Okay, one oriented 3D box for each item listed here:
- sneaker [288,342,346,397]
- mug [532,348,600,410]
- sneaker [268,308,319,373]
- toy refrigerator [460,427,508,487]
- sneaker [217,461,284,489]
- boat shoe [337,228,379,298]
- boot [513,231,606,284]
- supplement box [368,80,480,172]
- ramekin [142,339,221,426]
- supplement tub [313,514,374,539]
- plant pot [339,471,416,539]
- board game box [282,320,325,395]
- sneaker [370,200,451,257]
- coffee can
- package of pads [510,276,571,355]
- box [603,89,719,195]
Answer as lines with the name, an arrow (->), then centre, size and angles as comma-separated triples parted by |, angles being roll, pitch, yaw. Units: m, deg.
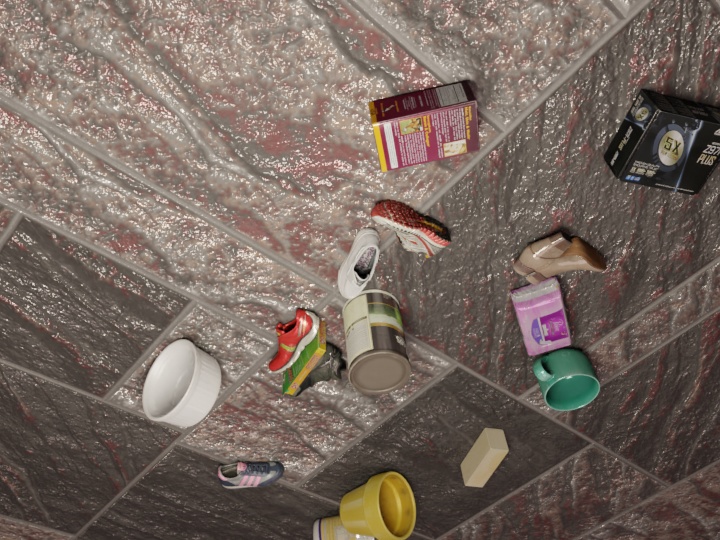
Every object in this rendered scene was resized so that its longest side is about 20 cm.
sneaker -> -0.108, 0.270, 1.804 | 0.113, 0.077, 0.200 | 25, 119, -19
mug -> 0.545, 0.273, 1.863 | 0.150, 0.115, 0.186 | -20, 131, 11
sneaker -> -0.178, 0.167, 1.718 | 0.084, 0.077, 0.201 | 30, 116, -16
toy refrigerator -> 0.380, 0.575, 2.139 | 0.069, 0.076, 0.202 | 9, 129, -15
sneaker -> -0.329, 0.600, 2.075 | 0.197, 0.071, 0.083 | -12, 135, 2
boat shoe -> 0.000, 0.000, 1.580 | 0.071, 0.069, 0.201 | 14, 128, -19
boot -> 0.460, -0.015, 1.635 | 0.198, 0.071, 0.146 | 29, 129, -27
supplement box -> 0.123, -0.276, 1.338 | 0.197, 0.086, 0.111 | -12, 132, 4
ramekin -> -0.429, 0.279, 1.695 | 0.199, 0.202, 0.097 | -34, 135, 22
supplement tub -> -0.048, 0.884, 2.314 | 0.197, 0.147, 0.147 | -12, 132, 5
plant pot -> 0.044, 0.747, 2.184 | 0.187, 0.203, 0.200 | -22, 133, 33
board game box -> -0.143, 0.223, 1.744 | 0.030, 0.096, 0.200 | 24, 125, -23
sneaker -> 0.103, -0.081, 1.516 | 0.198, 0.078, 0.082 | 25, 126, -26
coffee can -> 0.035, 0.166, 1.645 | 0.144, 0.202, 0.148 | -4, 133, -4
package of pads -> 0.451, 0.115, 1.736 | 0.119, 0.076, 0.201 | -17, 132, 10
box -> 0.629, -0.256, 1.419 | 0.197, 0.087, 0.165 | 9, 130, -14
